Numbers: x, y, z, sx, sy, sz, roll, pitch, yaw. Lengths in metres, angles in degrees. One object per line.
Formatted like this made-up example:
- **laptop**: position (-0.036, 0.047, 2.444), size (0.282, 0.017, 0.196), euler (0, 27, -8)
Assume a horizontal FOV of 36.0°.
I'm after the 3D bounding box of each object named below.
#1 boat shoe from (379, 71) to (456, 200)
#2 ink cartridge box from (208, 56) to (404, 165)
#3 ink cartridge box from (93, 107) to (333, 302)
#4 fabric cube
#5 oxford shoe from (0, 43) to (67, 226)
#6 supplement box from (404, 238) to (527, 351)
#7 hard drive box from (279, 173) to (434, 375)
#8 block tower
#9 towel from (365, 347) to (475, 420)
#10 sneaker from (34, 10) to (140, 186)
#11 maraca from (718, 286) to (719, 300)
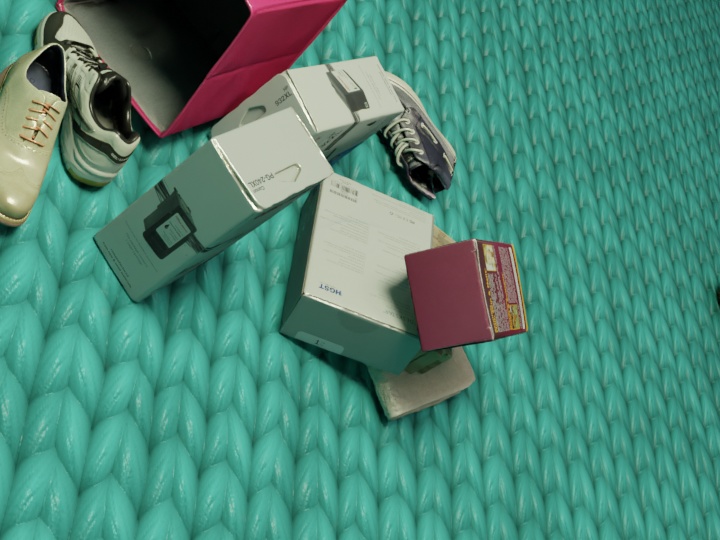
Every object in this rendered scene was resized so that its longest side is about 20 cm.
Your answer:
- **boat shoe**: position (0.065, -0.189, 1.560), size (0.200, 0.074, 0.093), euler (43, 30, -23)
- **ink cartridge box**: position (-0.062, -0.179, 1.335), size (0.199, 0.144, 0.084), euler (-24, 84, -55)
- **ink cartridge box**: position (-0.145, -0.067, 1.102), size (0.084, 0.199, 0.145), euler (57, 35, -1)
- **fabric cube**: position (-0.171, -0.299, 1.226), size (0.197, 0.200, 0.199), euler (51, 34, 7)
- **oxford shoe**: position (-0.318, -0.135, 1.048), size (0.070, 0.073, 0.202), euler (25, 47, -38)
- **supplement box**: position (0.126, 0.028, 1.274), size (0.200, 0.085, 0.112), euler (2, 78, -70)
- **hard drive box**: position (0.000, 0.000, 1.300), size (0.154, 0.077, 0.202), euler (22, 45, -14)
- **block tower**: position (0.080, 0.035, 1.376), size (0.054, 0.058, 0.202), euler (36, 41, -28)
- **towel**: position (0.064, 0.105, 1.379), size (0.199, 0.034, 0.134), euler (-9, 70, -54)
- **sneaker**: position (-0.271, -0.190, 1.137), size (0.075, 0.087, 0.202), euler (-1, 64, -49)
- **maraca**: position (0.793, 0.082, 2.233), size (0.136, 0.107, 0.202), euler (-20, 80, -47)
